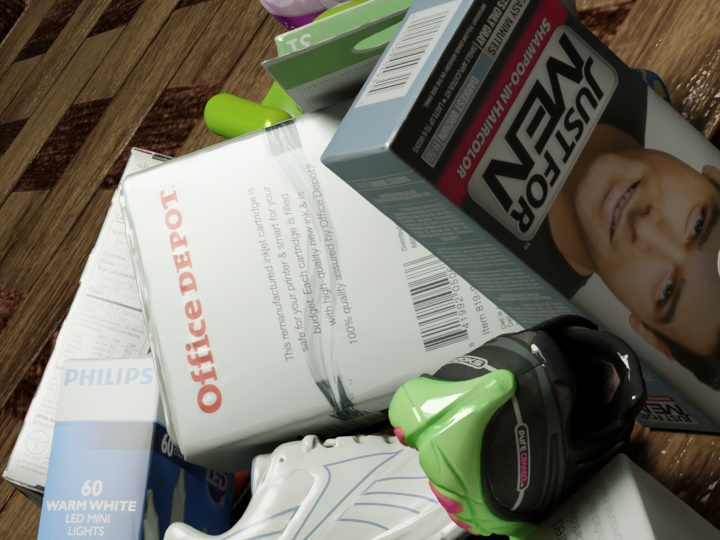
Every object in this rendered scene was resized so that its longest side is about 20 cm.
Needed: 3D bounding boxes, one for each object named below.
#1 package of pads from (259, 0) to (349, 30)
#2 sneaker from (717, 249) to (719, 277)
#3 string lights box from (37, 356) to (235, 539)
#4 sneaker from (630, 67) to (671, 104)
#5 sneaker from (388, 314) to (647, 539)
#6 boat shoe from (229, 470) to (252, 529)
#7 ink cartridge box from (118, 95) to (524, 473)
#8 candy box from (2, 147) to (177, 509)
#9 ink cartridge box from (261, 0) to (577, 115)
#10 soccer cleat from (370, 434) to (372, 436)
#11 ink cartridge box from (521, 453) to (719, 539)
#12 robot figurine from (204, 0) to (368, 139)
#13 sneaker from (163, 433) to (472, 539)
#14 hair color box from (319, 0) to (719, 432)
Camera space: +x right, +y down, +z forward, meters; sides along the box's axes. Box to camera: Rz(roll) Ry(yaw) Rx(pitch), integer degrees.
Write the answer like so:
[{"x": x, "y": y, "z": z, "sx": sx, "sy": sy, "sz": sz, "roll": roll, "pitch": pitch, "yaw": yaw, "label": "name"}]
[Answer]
[{"x": 0.019, "y": -0.189, "z": 1.233, "sx": 0.076, "sy": 0.120, "sz": 0.200, "roll": -57, "pitch": 23, "yaw": -13, "label": "package of pads"}, {"x": 0.227, "y": -0.045, "z": 0.667, "sx": 0.199, "sy": 0.079, "sz": 0.130, "roll": -50, "pitch": 23, "yaw": 5, "label": "sneaker"}, {"x": -0.112, "y": 0.153, "z": 0.867, "sx": 0.059, "sy": 0.103, "sz": 0.201, "roll": -2, "pitch": 68, "yaw": 20, "label": "string lights box"}, {"x": 0.098, "y": -0.060, "z": 0.974, "sx": 0.077, "sy": 0.076, "sz": 0.200, "roll": -17, "pitch": -2, "yaw": -24, "label": "sneaker"}, {"x": 0.081, "y": 0.065, "z": 0.700, "sx": 0.084, "sy": 0.077, "sz": 0.200, "roll": -35, "pitch": -17, "yaw": 12, "label": "sneaker"}, {"x": -0.107, "y": 0.154, "z": 0.957, "sx": 0.200, "sy": 0.063, "sz": 0.071, "roll": -52, "pitch": 20, "yaw": -11, "label": "boat shoe"}, {"x": 0.000, "y": 0.000, "z": 0.853, "sx": 0.199, "sy": 0.083, "sz": 0.148, "roll": -17, "pitch": 73, "yaw": 11, "label": "ink cartridge box"}, {"x": -0.126, "y": 0.049, "z": 1.022, "sx": 0.136, "sy": 0.061, "sz": 0.201, "roll": 74, "pitch": -146, "yaw": -69, "label": "candy box"}, {"x": 0.030, "y": -0.117, "z": 0.853, "sx": 0.145, "sy": 0.048, "sz": 0.200, "roll": -21, "pitch": -12, "yaw": 6, "label": "ink cartridge box"}, {"x": -0.031, "y": 0.172, "z": 0.880, "sx": 0.073, "sy": 0.068, "sz": 0.201, "roll": 98, "pitch": -176, "yaw": -59, "label": "soccer cleat"}, {"x": 0.061, "y": 0.187, "z": 0.631, "sx": 0.200, "sy": 0.083, "sz": 0.145, "roll": -45, "pitch": 23, "yaw": 18, "label": "ink cartridge box"}, {"x": -0.006, "y": -0.081, "z": 1.096, "sx": 0.116, "sy": 0.175, "sz": 0.200, "roll": 59, "pitch": 134, "yaw": 27, "label": "robot figurine"}, {"x": -0.001, "y": 0.105, "z": 0.813, "sx": 0.199, "sy": 0.087, "sz": 0.075, "roll": -32, "pitch": -11, "yaw": -10, "label": "sneaker"}, {"x": 0.091, "y": -0.028, "z": 0.742, "sx": 0.061, "sy": 0.200, "sz": 0.099, "roll": -3, "pitch": 52, "yaw": 60, "label": "hair color box"}]
